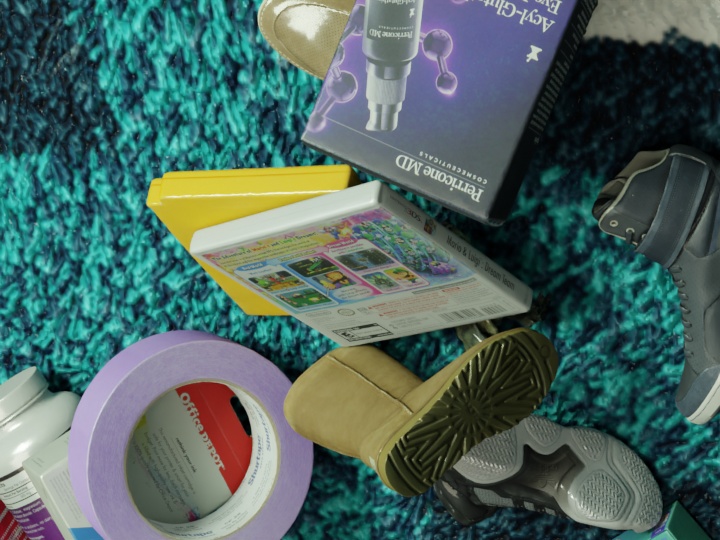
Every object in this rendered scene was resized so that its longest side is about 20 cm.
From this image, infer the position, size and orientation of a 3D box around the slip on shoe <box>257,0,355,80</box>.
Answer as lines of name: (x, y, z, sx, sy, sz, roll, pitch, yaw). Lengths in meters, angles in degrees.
slip on shoe: (0.008, -0.155, 1.323, 0.199, 0.061, 0.077, 29, 124, 7)

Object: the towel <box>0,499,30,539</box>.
towel: (-0.308, 0.244, 1.628, 0.022, 0.145, 0.201, -31, 102, 20)

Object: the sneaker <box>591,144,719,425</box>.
sneaker: (0.229, 0.005, 1.293, 0.145, 0.077, 0.204, 17, 113, 1)

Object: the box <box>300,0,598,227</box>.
box: (0.068, -0.150, 1.227, 0.147, 0.104, 0.202, 22, 94, 10)

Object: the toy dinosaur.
toy dinosaur: (0.105, 0.050, 1.401, 0.087, 0.047, 0.202, 13, 123, 33)

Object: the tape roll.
tape roll: (-0.141, 0.154, 1.475, 0.202, 0.199, 0.065, 63, 161, -16)

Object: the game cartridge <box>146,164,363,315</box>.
game cartridge: (-0.051, -0.021, 1.373, 0.174, 0.033, 0.200, 0, 151, 23)

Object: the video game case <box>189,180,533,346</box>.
video game case: (0.000, 0.000, 1.332, 0.199, 0.024, 0.181, -13, 145, 42)

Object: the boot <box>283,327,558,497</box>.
boot: (0.041, 0.087, 1.383, 0.067, 0.174, 0.200, 61, 166, -21)

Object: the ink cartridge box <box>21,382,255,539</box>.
ink cartridge box: (-0.178, 0.165, 1.534, 0.117, 0.199, 0.067, 63, 160, -16)

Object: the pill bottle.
pill bottle: (-0.268, 0.191, 1.599, 0.112, 0.113, 0.201, -26, 104, 32)

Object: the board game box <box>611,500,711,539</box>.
board game box: (0.236, 0.302, 1.476, 0.152, 0.045, 0.200, 49, 125, -6)

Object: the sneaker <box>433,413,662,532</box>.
sneaker: (0.141, 0.171, 1.436, 0.198, 0.076, 0.114, 22, 150, -11)
